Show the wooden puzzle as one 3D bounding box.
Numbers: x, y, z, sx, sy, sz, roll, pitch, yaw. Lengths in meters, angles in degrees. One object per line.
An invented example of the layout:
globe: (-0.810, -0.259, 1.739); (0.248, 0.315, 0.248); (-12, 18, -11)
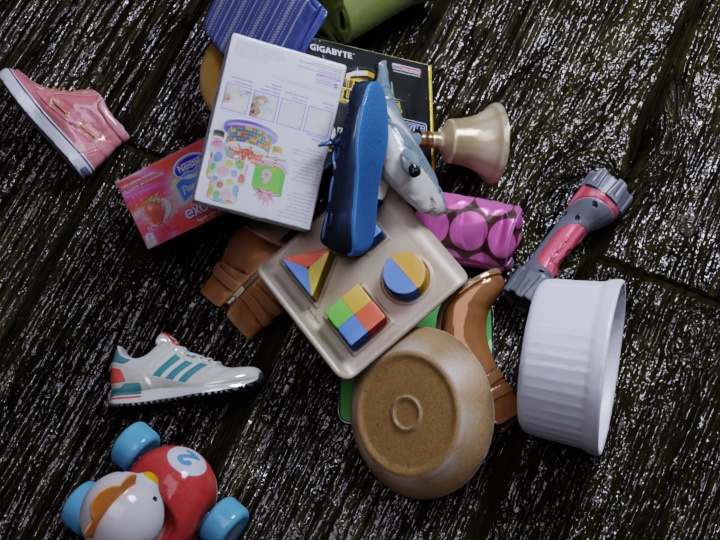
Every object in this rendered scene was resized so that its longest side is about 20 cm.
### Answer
wooden puzzle: (0.000, 0.000, 1.424); (0.199, 0.046, 0.186); (-38, 71, -7)

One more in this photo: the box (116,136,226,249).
box: (-0.193, -0.118, 1.515); (0.198, 0.103, 0.096); (-24, 99, 15)

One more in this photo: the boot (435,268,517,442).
boot: (0.142, 0.111, 1.431); (0.200, 0.077, 0.155); (-45, 65, -5)

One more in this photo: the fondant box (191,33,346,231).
fondant box: (-0.109, -0.162, 1.415); (0.142, 0.058, 0.203); (14, 87, -14)

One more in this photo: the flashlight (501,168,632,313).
flashlight: (0.261, -0.034, 1.493); (0.068, 0.068, 0.201); (34, 75, 14)

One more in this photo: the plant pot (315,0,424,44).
plant pot: (0.002, -0.397, 1.571); (0.199, 0.201, 0.190); (37, 65, 18)

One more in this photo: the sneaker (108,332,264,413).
sneaker: (-0.220, 0.119, 1.483); (0.196, 0.070, 0.095); (-8, 74, 6)

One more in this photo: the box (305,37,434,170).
box: (-0.001, -0.205, 1.542); (0.197, 0.049, 0.162); (9, 72, -26)

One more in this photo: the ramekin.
ramekin: (0.244, 0.105, 1.375); (0.096, 0.201, 0.203); (8, 70, 17)

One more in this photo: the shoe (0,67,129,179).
shoe: (-0.407, -0.224, 1.641); (0.091, 0.072, 0.200); (-41, 76, -11)

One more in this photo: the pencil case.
pencil case: (0.105, -0.049, 1.505); (0.197, 0.091, 0.095); (7, 68, 7)

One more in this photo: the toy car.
toy car: (-0.252, 0.268, 1.360); (0.183, 0.200, 0.177); (36, 76, 17)

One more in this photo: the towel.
towel: (-0.127, -0.323, 1.536); (0.200, 0.024, 0.146); (50, 118, 37)

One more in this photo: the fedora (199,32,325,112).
fedora: (-0.121, -0.253, 1.612); (0.197, 0.082, 0.204); (-3, 64, 5)

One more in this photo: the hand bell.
hand bell: (0.079, -0.167, 1.508); (0.197, 0.104, 0.106); (2, 67, -16)

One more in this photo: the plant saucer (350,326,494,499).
plant saucer: (0.062, 0.167, 1.401); (0.198, 0.035, 0.204); (-3, 85, 33)

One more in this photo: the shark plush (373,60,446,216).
shark plush: (0.043, -0.156, 1.452); (0.082, 0.091, 0.202); (-1, 55, -38)

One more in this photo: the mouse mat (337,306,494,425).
mouse mat: (0.070, 0.114, 1.489); (0.196, 0.008, 0.164); (0, 69, 5)

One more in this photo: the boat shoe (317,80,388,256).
boat shoe: (-0.018, -0.121, 1.384); (0.068, 0.084, 0.203); (10, 89, 32)

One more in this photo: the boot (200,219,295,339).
boot: (-0.092, 0.026, 1.500); (0.199, 0.077, 0.156); (39, 85, 7)
